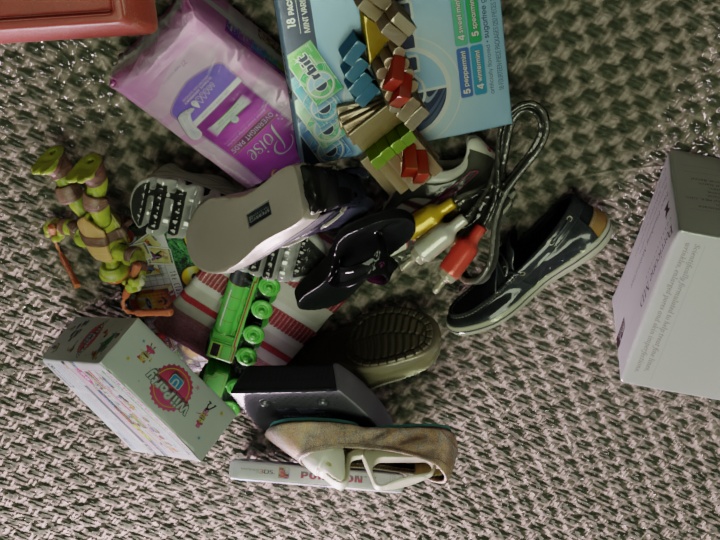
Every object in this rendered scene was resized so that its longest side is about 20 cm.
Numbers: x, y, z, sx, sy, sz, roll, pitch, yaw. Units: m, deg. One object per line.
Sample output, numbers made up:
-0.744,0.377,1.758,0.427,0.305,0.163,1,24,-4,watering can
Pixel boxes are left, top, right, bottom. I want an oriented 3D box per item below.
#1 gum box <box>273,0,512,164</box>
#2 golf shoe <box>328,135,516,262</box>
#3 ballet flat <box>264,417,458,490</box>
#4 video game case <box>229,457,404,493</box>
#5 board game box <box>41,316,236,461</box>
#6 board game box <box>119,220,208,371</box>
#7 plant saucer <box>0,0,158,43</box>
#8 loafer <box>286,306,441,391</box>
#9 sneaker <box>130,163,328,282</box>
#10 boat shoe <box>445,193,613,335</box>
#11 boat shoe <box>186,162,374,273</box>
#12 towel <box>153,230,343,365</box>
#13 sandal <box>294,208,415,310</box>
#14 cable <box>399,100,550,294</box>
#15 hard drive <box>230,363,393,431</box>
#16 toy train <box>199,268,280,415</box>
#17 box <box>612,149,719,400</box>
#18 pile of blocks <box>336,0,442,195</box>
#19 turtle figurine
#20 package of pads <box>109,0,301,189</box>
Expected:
0.030,-0.196,1.529,0.198,0.045,0.171,-11,118,-5,gum box
0.051,-0.064,1.676,0.198,0.077,0.089,-22,110,13,golf shoe
0.002,0.187,1.728,0.198,0.068,0.068,1,153,-3,ballet flat
-0.046,0.220,1.849,0.180,0.200,0.023,5,85,-1,video game case
-0.230,0.119,1.751,0.148,0.064,0.199,47,160,-19,board game box
-0.193,0.026,1.785,0.104,0.024,0.201,-10,128,8,board game box
-0.288,-0.292,1.487,0.198,0.037,0.202,-2,114,9,plant saucer
0.005,0.094,1.798,0.198,0.076,0.068,-14,142,31,loafer
-0.122,-0.053,1.666,0.198,0.081,0.076,23,116,-1,sneaker
0.158,-0.007,1.707,0.199,0.075,0.062,-37,114,22,boat shoe
-0.073,-0.046,1.578,0.092,0.076,0.199,-4,170,-41,boat shoe
-0.099,0.024,1.761,0.143,0.023,0.200,32,116,-24,towel
0.001,0.000,1.606,0.075,0.048,0.201,-7,158,-26,sandal
0.117,-0.063,1.599,0.097,0.050,0.200,44,110,8,cable
-0.040,0.150,1.785,0.133,0.043,0.200,-3,153,21,hard drive
-0.127,0.068,1.753,0.056,0.042,0.201,17,122,-3,toy train
0.369,0.013,1.670,0.198,0.131,0.200,11,129,-5,box
0.020,-0.148,1.491,0.081,0.062,0.202,-16,119,-4,pile of blocks
-0.251,-0.040,1.669,0.064,0.199,0.162,-37,132,-24,turtle figurine
-0.122,-0.165,1.590,0.199,0.076,0.120,37,120,-25,package of pads
